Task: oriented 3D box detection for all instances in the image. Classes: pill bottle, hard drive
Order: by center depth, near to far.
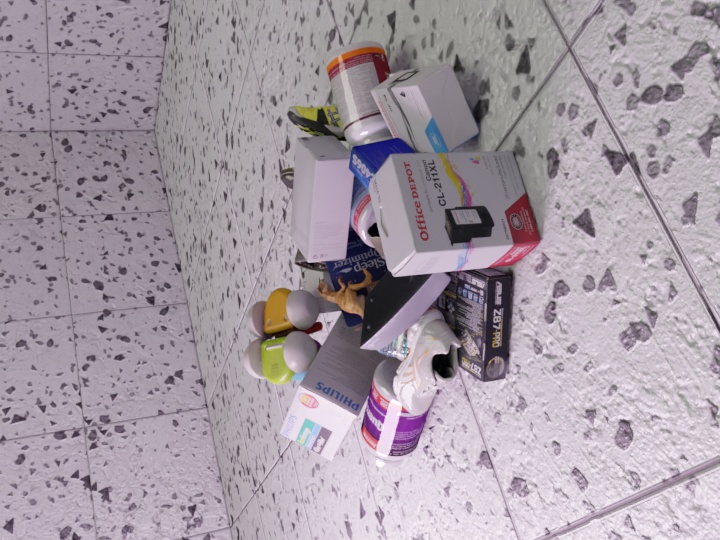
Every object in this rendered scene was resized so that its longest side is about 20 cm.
[{"bbox_3d":[0.072,0.030,1.161,0.200,0.042,0.136,-48,21,33],"label":"hard drive"},{"bbox_3d":[0.015,-0.284,1.293,0.109,0.108,0.202,-26,78,64],"label":"pill bottle"},{"bbox_3d":[0.063,0.262,1.337,0.113,0.111,0.202,-123,37,-47],"label":"pill bottle"},{"bbox_3d":[0.012,-0.133,1.377,0.200,0.107,0.110,-127,39,-50],"label":"pill bottle"}]

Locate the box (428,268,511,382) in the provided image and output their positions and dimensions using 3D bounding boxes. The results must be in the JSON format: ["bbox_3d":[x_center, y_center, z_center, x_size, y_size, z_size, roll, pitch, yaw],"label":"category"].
[{"bbox_3d":[0.159,0.064,1.160,0.200,0.049,0.163,-152,61,-63],"label":"box"}]

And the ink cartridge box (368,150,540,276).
[{"bbox_3d":[0.128,-0.080,1.016,0.083,0.198,0.147,135,126,-60],"label":"ink cartridge box"}]

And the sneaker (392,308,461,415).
[{"bbox_3d":[0.108,0.165,1.166,0.092,0.075,0.202,49,143,45],"label":"sneaker"}]

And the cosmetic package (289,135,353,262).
[{"bbox_3d":[-0.071,-0.130,1.335,0.113,0.080,0.202,-127,39,-50],"label":"cosmetic package"}]

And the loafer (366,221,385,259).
[{"bbox_3d":[0.082,-0.073,1.216,0.199,0.069,0.076,-27,40,44],"label":"loafer"}]

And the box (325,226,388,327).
[{"bbox_3d":[0.000,0.000,1.418,0.033,0.120,0.202,79,172,-62],"label":"box"}]

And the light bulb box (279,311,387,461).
[{"bbox_3d":[-0.045,0.224,1.440,0.201,0.124,0.199,-60,-4,-41],"label":"light bulb box"}]

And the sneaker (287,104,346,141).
[{"bbox_3d":[-0.038,-0.282,1.382,0.075,0.197,0.077,-150,72,-86],"label":"sneaker"}]

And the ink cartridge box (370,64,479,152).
[{"bbox_3d":[0.090,-0.253,1.174,0.117,0.066,0.200,60,164,-21],"label":"ink cartridge box"}]

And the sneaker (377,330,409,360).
[{"bbox_3d":[0.063,0.053,1.272,0.085,0.077,0.203,3,82,27],"label":"sneaker"}]

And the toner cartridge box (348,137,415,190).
[{"bbox_3d":[0.072,-0.128,1.137,0.200,0.094,0.044,51,145,36],"label":"toner cartridge box"}]

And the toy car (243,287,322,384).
[{"bbox_3d":[-0.144,0.144,1.556,0.174,0.149,0.203,-15,64,36],"label":"toy car"}]

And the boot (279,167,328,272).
[{"bbox_3d":[-0.103,-0.104,1.525,0.073,0.180,0.202,47,-125,-71],"label":"boot"}]

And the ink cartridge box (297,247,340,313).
[{"bbox_3d":[-0.075,-0.009,1.627,0.146,0.083,0.203,166,97,-66],"label":"ink cartridge box"}]

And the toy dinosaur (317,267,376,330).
[{"bbox_3d":[-0.006,0.057,1.321,0.200,0.106,0.061,29,157,57],"label":"toy dinosaur"}]
